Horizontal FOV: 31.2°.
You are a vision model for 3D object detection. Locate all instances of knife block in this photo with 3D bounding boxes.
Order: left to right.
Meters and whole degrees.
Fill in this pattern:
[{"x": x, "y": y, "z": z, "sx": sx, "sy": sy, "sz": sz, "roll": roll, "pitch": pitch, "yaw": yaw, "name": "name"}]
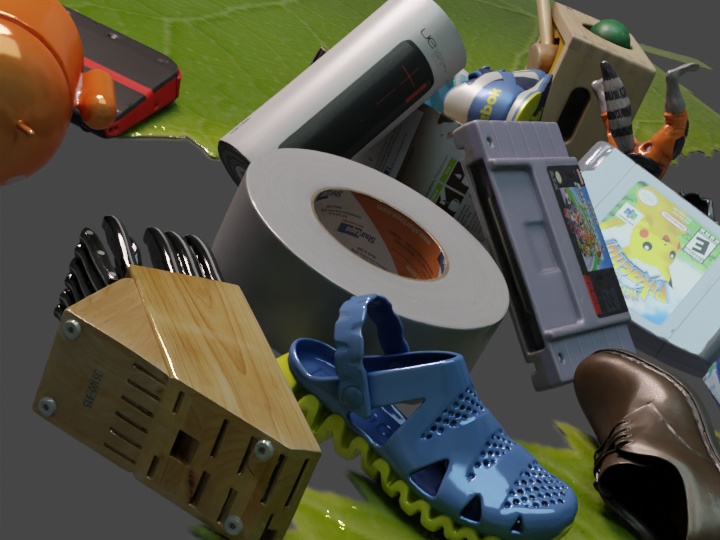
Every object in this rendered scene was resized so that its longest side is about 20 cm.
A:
[{"x": -0.088, "y": 0.046, "z": 0.711, "sx": 0.199, "sy": 0.065, "sz": 0.175, "roll": 30, "pitch": 24, "yaw": 12, "name": "knife block"}]

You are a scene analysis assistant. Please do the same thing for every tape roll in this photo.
[{"x": 0.000, "y": 0.000, "z": 0.876, "sx": 0.198, "sy": 0.067, "sz": 0.201, "roll": 24, "pitch": 27, "yaw": -13, "name": "tape roll"}]

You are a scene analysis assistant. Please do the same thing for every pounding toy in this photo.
[{"x": 0.225, "y": -0.221, "z": 1.425, "sx": 0.141, "sy": 0.202, "sz": 0.185, "roll": 20, "pitch": 23, "yaw": -8, "name": "pounding toy"}]

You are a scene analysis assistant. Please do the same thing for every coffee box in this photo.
[{"x": 0.042, "y": -0.099, "z": 1.094, "sx": 0.198, "sy": 0.080, "sz": 0.113, "roll": 29, "pitch": 2, "yaw": 10, "name": "coffee box"}]

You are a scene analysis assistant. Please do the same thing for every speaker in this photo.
[{"x": -0.012, "y": -0.129, "z": 0.995, "sx": 0.081, "sy": 0.200, "sz": 0.081, "roll": 44, "pitch": -16, "yaw": 16, "name": "speaker"}]

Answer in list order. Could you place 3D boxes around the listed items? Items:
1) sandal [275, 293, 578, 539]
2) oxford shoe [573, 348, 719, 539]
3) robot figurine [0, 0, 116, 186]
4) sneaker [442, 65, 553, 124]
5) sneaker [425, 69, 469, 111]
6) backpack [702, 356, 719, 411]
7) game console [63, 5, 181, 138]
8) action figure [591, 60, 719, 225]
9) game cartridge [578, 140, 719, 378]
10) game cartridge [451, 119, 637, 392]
[{"x": 0.038, "y": 0.083, "z": 0.729, "sx": 0.199, "sy": 0.088, "sz": 0.079, "roll": 31, "pitch": 22, "yaw": 12, "name": "sandal"}, {"x": 0.181, "y": 0.113, "z": 0.825, "sx": 0.083, "sy": 0.073, "sz": 0.200, "roll": 10, "pitch": 27, "yaw": -27, "name": "oxford shoe"}, {"x": -0.249, "y": -0.128, "z": 0.865, "sx": 0.144, "sy": 0.116, "sz": 0.201, "roll": 45, "pitch": 13, "yaw": -24, "name": "robot figurine"}, {"x": 0.129, "y": -0.154, "z": 1.189, "sx": 0.081, "sy": 0.075, "sz": 0.200, "roll": 17, "pitch": 13, "yaw": 11, "name": "sneaker"}, {"x": 0.116, "y": -0.144, "z": 1.329, "sx": 0.080, "sy": 0.077, "sz": 0.201, "roll": 20, "pitch": 29, "yaw": -26, "name": "sneaker"}, {"x": 0.341, "y": 0.097, "z": 0.954, "sx": 0.161, "sy": 0.154, "sz": 0.202, "roll": 12, "pitch": 47, "yaw": -20, "name": "backpack"}, {"x": -0.261, "y": -0.178, "z": 1.081, "sx": 0.198, "sy": 0.031, "sz": 0.177, "roll": 25, "pitch": 29, "yaw": 4, "name": "game console"}, {"x": 0.231, "y": -0.088, "z": 1.198, "sx": 0.198, "sy": 0.196, "sz": 0.104, "roll": 2, "pitch": -4, "yaw": 44, "name": "action figure"}, {"x": 0.240, "y": -0.008, "z": 1.090, "sx": 0.199, "sy": 0.041, "sz": 0.133, "roll": 39, "pitch": 70, "yaw": 15, "name": "game cartridge"}, {"x": 0.144, "y": -0.017, "z": 0.972, "sx": 0.129, "sy": 0.038, "sz": 0.202, "roll": -9, "pitch": 78, "yaw": -48, "name": "game cartridge"}]
